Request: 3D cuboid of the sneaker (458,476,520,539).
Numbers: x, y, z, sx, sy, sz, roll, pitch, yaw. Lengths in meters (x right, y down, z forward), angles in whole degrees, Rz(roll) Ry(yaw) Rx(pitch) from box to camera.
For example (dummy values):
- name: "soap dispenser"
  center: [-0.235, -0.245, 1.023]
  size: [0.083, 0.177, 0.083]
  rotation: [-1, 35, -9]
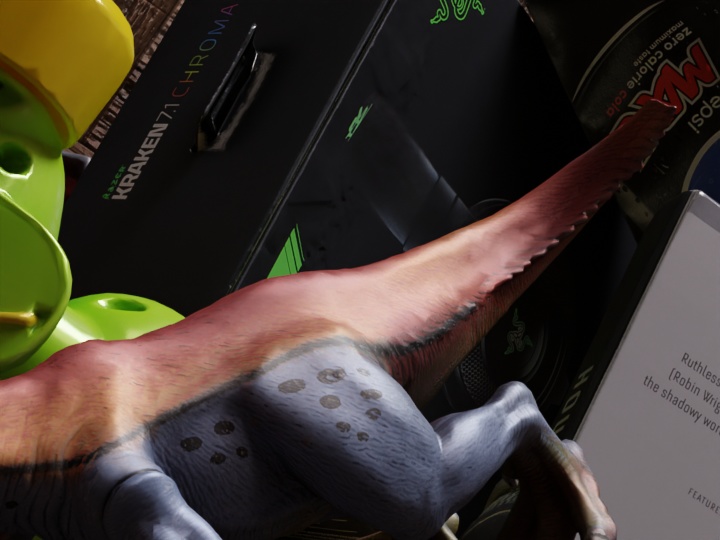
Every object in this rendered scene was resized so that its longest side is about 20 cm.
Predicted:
- name: "sneaker"
  center: [0.057, 0.149, 0.646]
  size: [0.076, 0.114, 0.200]
  rotation: [9, -48, 43]

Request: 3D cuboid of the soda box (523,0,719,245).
- name: "soda box"
  center: [0.127, -0.010, 0.837]
  size: [0.201, 0.063, 0.071]
  rotation: [66, 18, 10]

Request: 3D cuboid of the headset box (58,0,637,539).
- name: "headset box"
  center: [0.000, 0.000, 0.847]
  size: [0.093, 0.174, 0.200]
  rotation: [3, -36, 40]

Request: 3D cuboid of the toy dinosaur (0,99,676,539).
- name: "toy dinosaur"
  center: [-0.046, 0.033, 0.518]
  size: [0.181, 0.201, 0.105]
  rotation: [24, -20, -35]

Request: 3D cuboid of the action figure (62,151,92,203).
- name: "action figure"
  center: [-0.157, -0.006, 0.896]
  size: [0.199, 0.105, 0.193]
  rotation: [9, -16, 20]

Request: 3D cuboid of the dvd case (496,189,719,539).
- name: "dvd case"
  center: [0.092, 0.101, 0.593]
  size: [0.150, 0.200, 0.025]
  rotation: [35, -28, -11]

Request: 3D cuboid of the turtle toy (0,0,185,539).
- name: "turtle toy"
  center: [-0.113, -0.003, 0.583]
  size: [0.200, 0.146, 0.101]
  rotation: [34, -20, 9]
